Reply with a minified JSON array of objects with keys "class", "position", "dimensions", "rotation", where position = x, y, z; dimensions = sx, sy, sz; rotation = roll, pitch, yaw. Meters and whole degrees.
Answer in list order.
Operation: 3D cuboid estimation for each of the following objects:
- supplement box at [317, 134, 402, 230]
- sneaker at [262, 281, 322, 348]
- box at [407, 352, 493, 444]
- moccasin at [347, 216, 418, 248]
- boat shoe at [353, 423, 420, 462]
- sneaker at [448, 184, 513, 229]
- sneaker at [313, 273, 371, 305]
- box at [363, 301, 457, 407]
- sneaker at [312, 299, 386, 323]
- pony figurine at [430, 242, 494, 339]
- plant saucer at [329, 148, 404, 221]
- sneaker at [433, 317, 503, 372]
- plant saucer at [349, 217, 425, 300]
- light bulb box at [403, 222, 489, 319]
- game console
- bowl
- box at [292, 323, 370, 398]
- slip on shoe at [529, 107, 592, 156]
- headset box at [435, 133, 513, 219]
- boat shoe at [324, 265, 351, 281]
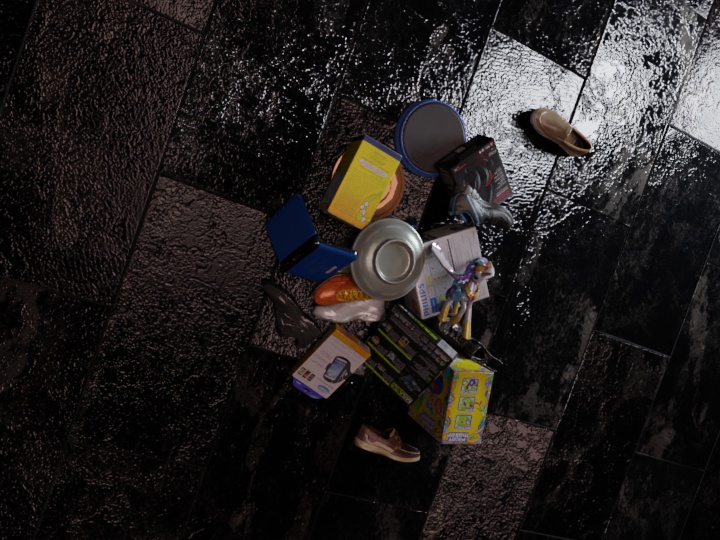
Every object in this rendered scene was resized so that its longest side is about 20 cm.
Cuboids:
[{"class":"supplement box","position":[-0.004,-0.210,1.361],"dimensions":[0.109,0.109,0.200],"rotation":[27,90,-19]},{"class":"sneaker","position":[-0.184,0.116,1.406],"dimensions":[0.091,0.076,0.200],"rotation":[-39,105,-2]},{"class":"box","position":[0.236,0.330,1.497],"dimensions":[0.122,0.200,0.193],"rotation":[7,95,-21]},{"class":"moccasin","position":[0.059,-0.100,1.438],"dimensions":[0.200,0.080,0.068],"rotation":[-26,85,-26]},{"class":"boat shoe","position":[0.082,0.467,1.542],"dimensions":[0.200,0.072,0.072],"rotation":[21,92,-13]},{"class":"sneaker","position":[0.302,-0.141,1.427],"dimensions":[0.200,0.073,0.082],"rotation":[24,78,-23]},{"class":"sneaker","position":[-0.017,0.045,1.381],"dimensions":[0.200,0.077,0.073],"rotation":[-14,112,-8]},{"class":"box","position":[0.114,0.214,1.434],"dimensions":[0.200,0.047,0.193],"rotation":[42,120,12]},{"class":"sneaker","position":[-0.029,0.084,1.456],"dimensions":[0.200,0.078,0.100],"rotation":[0,89,-24]},{"class":"pony figurine","position":[0.248,0.034,1.353],"dimensions":[0.166,0.193,0.200],"rotation":[10,114,-16]},{"class":"plant saucer","position":[0.021,-0.225,1.441],"dimensions":[0.200,0.032,0.201],"rotation":[-2,98,-17]},{"class":"sneaker","position":[0.294,0.201,1.550],"dimensions":[0.200,0.104,0.060],"rotation":[42,84,-19]},{"class":"plant saucer","position":[0.074,-0.024,1.337],"dimensions":[0.200,0.050,0.201],"rotation":[-3,98,-23]},{"class":"light bulb box","position":[0.208,-0.003,1.482],"dimensions":[0.200,0.125,0.199],"rotation":[-17,103,-14]},{"class":"game console","position":[-0.119,-0.071,1.330],"dimensions":[0.170,0.200,0.119],"rotation":[16,65,-27]},{"class":"bowl","position":[0.186,-0.345,1.471],"dimensions":[0.200,0.039,0.201],"rotation":[-3,99,-17]},{"class":"box","position":[-0.083,0.241,1.446],"dimensions":[0.119,0.041,0.200],"rotation":[39,109,-19]},{"class":"slip on shoe","position":[0.563,-0.387,1.573],"dimensions":[0.200,0.061,0.076],"rotation":[35,87,-19]},{"class":"headset box","position":[0.306,-0.232,1.486],"dimensions":[0.149,0.075,0.200],"rotation":[-35,123,-10]},{"class":"boat shoe","position":[0.000,0.000,1.450],"dimensions":[0.200,0.072,0.066],"rotation":[-1,107,-15]}]
